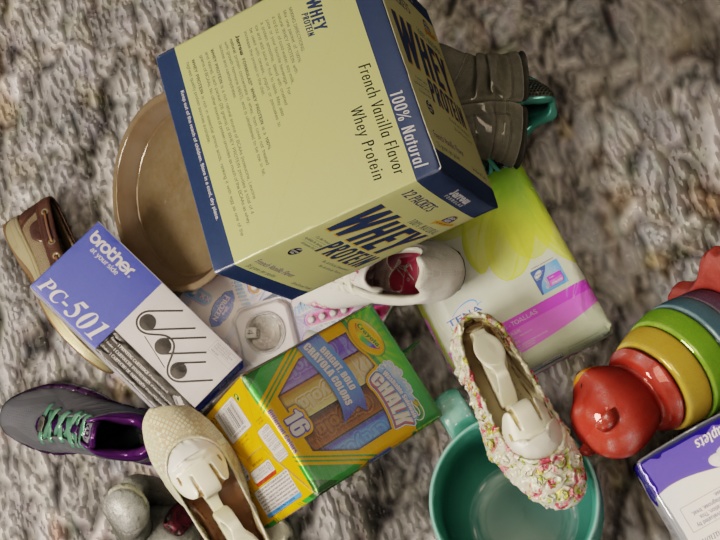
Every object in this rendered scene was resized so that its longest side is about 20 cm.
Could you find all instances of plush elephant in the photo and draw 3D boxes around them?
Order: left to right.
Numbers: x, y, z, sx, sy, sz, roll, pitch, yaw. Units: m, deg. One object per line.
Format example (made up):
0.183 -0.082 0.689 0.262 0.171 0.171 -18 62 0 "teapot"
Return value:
-0.142 0.236 1.229 0.155 0.200 0.165 -38 90 -18 "plush elephant"

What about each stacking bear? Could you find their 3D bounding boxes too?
0.263 0.088 1.131 0.200 0.122 0.114 -33 75 -24 "stacking bear"

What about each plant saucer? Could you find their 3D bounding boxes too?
-0.176 -0.079 1.296 0.200 0.029 0.201 2 93 41 "plant saucer"

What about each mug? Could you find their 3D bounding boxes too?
0.144 0.202 1.181 0.151 0.114 0.186 -4 69 12 "mug"

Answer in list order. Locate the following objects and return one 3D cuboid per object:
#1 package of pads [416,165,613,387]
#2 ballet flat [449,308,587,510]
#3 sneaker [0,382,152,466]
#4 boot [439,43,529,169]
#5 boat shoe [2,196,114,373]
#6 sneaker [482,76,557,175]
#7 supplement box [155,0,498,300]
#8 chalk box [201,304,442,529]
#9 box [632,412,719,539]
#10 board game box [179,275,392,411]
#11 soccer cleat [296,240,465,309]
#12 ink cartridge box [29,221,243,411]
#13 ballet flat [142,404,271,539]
0.126 0.008 1.240 0.154 0.068 0.200 -29 74 7 "package of pads"
0.129 0.115 1.119 0.075 0.064 0.200 -26 54 -8 "ballet flat"
-0.278 0.151 1.295 0.199 0.088 0.075 5 83 12 "sneaker"
0.084 -0.105 1.142 0.130 0.068 0.201 9 87 -7 "boot"
-0.289 0.011 1.329 0.072 0.072 0.200 -36 70 6 "boat shoe"
0.105 -0.116 1.200 0.091 0.078 0.200 29 71 38 "sneaker"
-0.028 -0.112 1.051 0.199 0.134 0.201 -24 71 19 "supplement box"
-0.021 0.124 1.183 0.200 0.124 0.124 -26 79 -35 "chalk box"
0.326 0.228 1.106 0.105 0.184 0.200 -31 77 5 "box"
-0.096 0.062 1.302 0.200 0.026 0.200 29 88 15 "board game box"
0.000 0.000 1.205 0.199 0.086 0.070 -4 88 35 "soccer cleat"
-0.217 0.056 1.269 0.200 0.044 0.094 43 77 7 "ink cartridge box"
-0.119 0.199 1.121 0.067 0.062 0.200 -33 94 -15 "ballet flat"
